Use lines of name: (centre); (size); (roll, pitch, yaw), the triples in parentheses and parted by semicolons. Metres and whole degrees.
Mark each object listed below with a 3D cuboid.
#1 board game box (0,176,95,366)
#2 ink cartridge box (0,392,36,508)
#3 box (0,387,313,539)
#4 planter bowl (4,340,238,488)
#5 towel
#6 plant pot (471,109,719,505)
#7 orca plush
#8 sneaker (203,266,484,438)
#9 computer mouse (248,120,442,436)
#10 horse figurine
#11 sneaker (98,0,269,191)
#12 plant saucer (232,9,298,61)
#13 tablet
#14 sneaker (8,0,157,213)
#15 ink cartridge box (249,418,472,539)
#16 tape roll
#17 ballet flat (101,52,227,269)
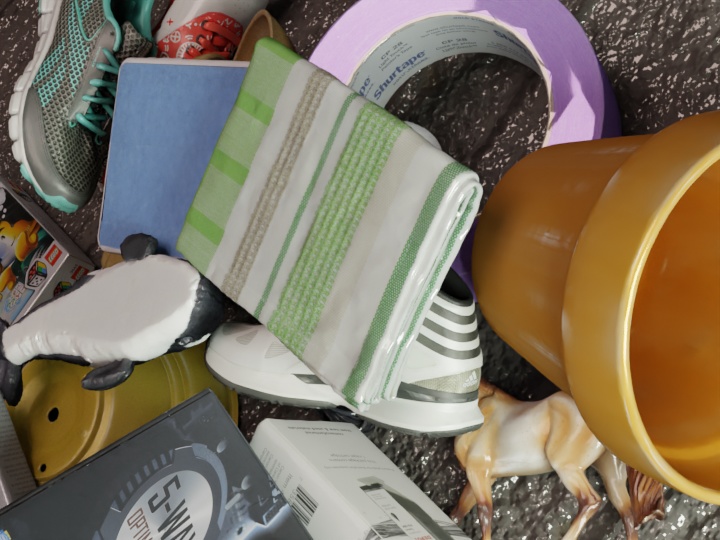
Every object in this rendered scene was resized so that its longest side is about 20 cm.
board game box: (-0.296, 0.041, 1.454); (0.200, 0.035, 0.126); (-54, 50, 5)
ink cartridge box: (-0.289, 0.203, 1.291); (0.196, 0.043, 0.201); (-25, 82, 26)
box: (-0.101, 0.182, 1.062); (0.160, 0.044, 0.200); (-29, 54, -11)
planter bowl: (-0.186, 0.108, 1.313); (0.200, 0.083, 0.202); (-14, 63, 30)
towel: (-0.021, -0.031, 1.101); (0.200, 0.031, 0.150); (39, 110, 42)
plant pot: (0.162, 0.005, 1.048); (0.183, 0.200, 0.201); (21, 83, 56)
orca plush: (-0.151, 0.047, 1.232); (0.199, 0.071, 0.106); (-29, 47, 29)
sneaker: (-0.008, 0.024, 1.148); (0.200, 0.075, 0.116); (10, 102, 36)
computer mouse: (0.000, 0.000, 1.247); (0.109, 0.044, 0.201); (24, 83, 24)
horse figurine: (0.103, 0.115, 1.121); (0.199, 0.050, 0.133); (-6, 71, 40)
sneaker: (-0.124, -0.135, 1.381); (0.201, 0.067, 0.108); (-37, 50, 24)
plant saucer: (-0.072, -0.072, 1.286); (0.200, 0.035, 0.201); (-168, 90, -76)
tablet: (-0.098, -0.067, 1.209); (0.199, 0.014, 0.131); (9, 92, 47)
sneaker: (-0.186, -0.139, 1.343); (0.091, 0.077, 0.201); (-14, 62, 37)
ink cartridge box: (-0.003, 0.202, 1.119); (0.200, 0.083, 0.147); (42, 114, 40)
tape roll: (0.059, -0.084, 1.193); (0.199, 0.066, 0.201); (-5, 73, 18)
ballet flat: (-0.142, -0.068, 1.320); (0.063, 0.068, 0.201); (37, 122, 32)
